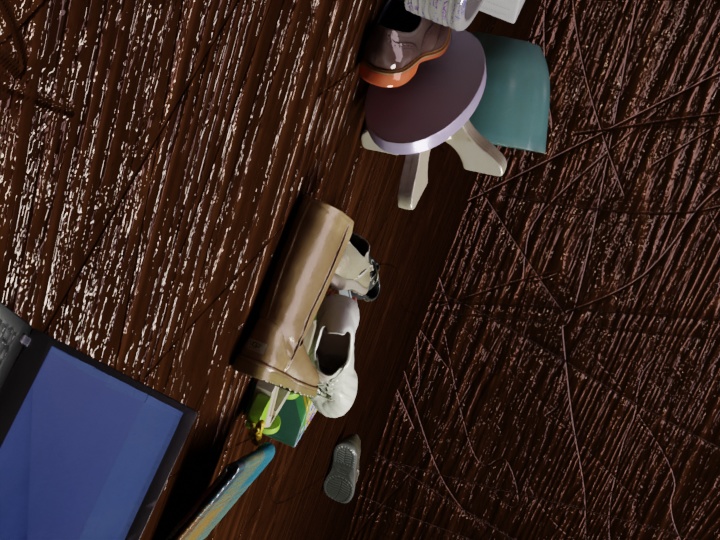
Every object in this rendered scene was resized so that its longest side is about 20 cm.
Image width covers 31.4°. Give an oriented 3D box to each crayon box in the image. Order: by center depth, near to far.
[{"bbox_3d":[-0.066,0.124,1.741,0.126,0.051,0.201,-56,165,-59],"label":"crayon box"}]

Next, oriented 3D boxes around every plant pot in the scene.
[{"bbox_3d":[0.202,-0.278,1.974,0.201,0.199,0.162,-22,123,-80],"label":"plant pot"}]

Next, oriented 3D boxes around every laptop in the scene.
[{"bbox_3d":[-0.183,0.119,0.675,0.200,0.103,0.178,85,28,-75],"label":"laptop"}]

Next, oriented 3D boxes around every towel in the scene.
[{"bbox_3d":[-0.161,0.255,1.416,0.147,0.022,0.200,-50,172,3],"label":"towel"}]

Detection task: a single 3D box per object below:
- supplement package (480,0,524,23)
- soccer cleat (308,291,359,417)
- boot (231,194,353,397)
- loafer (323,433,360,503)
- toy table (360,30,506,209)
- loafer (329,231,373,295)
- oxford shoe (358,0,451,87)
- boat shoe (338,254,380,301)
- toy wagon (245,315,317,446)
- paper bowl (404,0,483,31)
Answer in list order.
[{"bbox_3d":[0.163,-0.413,1.525,0.200,0.121,0.120,94,20,-70],"label":"supplement package"},{"bbox_3d":[-0.037,0.115,1.540,0.078,0.069,0.201,-78,175,-49],"label":"soccer cleat"},{"bbox_3d":[-0.056,0.034,1.414,0.201,0.066,0.175,-68,162,-5],"label":"boot"},{"bbox_3d":[-0.030,0.440,2.848,0.070,0.075,0.201,-53,164,-47],"label":"loafer"},{"bbox_3d":[0.083,-0.177,1.506,0.200,0.183,0.117,-49,148,-29],"label":"toy table"},{"bbox_3d":[-0.018,-0.014,1.581,0.069,0.075,0.200,-62,173,6],"label":"loafer"},{"bbox_3d":[0.061,-0.273,1.411,0.200,0.071,0.073,-58,163,-51],"label":"oxford shoe"},{"bbox_3d":[0.000,0.000,1.795,0.200,0.056,0.069,84,20,-77],"label":"boat shoe"},{"bbox_3d":[-0.100,0.130,1.559,0.200,0.039,0.156,-58,168,-49],"label":"toy wagon"},{"bbox_3d":[0.092,-0.349,1.270,0.201,0.104,0.202,23,90,-83],"label":"paper bowl"}]
